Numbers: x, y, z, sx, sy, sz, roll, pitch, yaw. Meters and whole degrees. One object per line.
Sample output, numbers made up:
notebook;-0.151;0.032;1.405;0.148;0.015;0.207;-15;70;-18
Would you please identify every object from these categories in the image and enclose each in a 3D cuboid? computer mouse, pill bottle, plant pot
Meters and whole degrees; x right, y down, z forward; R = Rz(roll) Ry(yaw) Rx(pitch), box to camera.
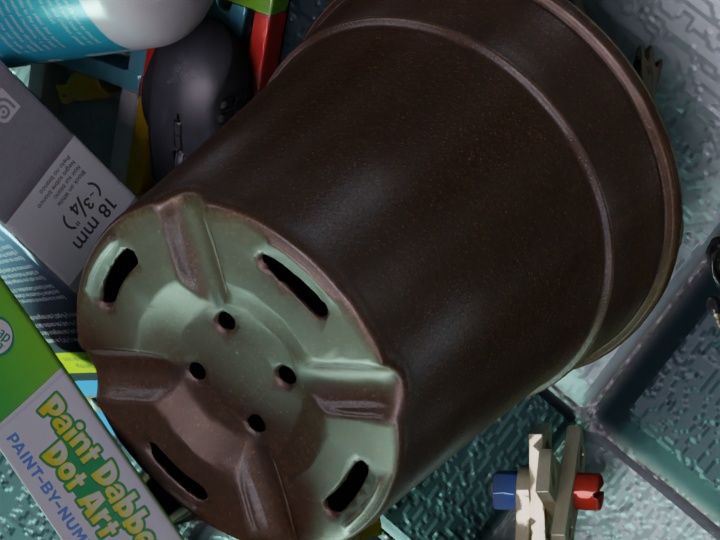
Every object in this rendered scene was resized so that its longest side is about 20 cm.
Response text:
computer mouse;-0.088;-0.027;1.007;0.058;0.034;0.202;14;112;21
pill bottle;-0.140;-0.153;0.950;0.199;0.111;0.112;-4;104;28
plant pot;0.000;0.000;0.839;0.199;0.198;0.202;18;126;27

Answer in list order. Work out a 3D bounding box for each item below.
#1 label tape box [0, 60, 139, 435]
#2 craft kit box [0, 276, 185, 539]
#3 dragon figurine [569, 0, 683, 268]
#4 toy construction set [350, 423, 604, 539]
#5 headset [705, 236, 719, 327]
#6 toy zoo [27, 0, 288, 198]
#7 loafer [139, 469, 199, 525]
label tape box;-0.157;-0.005;1.014;0.200;0.063;0.144;46;153;-24
craft kit box;-0.110;0.105;0.896;0.048;0.198;0.200;-34;76;-11
dragon figurine;0.075;-0.088;0.915;0.099;0.059;0.201;-23;94;30
toy construction set;0.024;0.141;0.983;0.199;0.131;0.093;-13;117;24
headset;0.226;-0.009;0.835;0.094;0.123;0.200;56;141;2
toy zoo;-0.105;-0.097;1.025;0.130;0.020;0.201;20;113;20
loafer;-0.046;0.063;1.020;0.072;0.063;0.200;44;119;8
